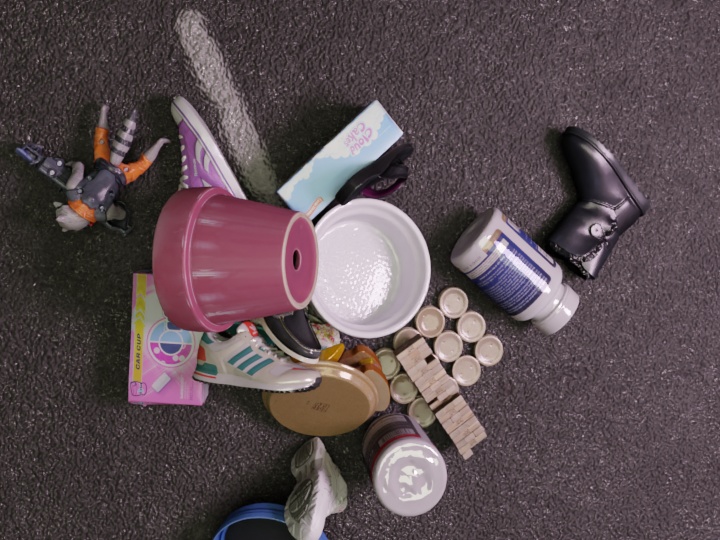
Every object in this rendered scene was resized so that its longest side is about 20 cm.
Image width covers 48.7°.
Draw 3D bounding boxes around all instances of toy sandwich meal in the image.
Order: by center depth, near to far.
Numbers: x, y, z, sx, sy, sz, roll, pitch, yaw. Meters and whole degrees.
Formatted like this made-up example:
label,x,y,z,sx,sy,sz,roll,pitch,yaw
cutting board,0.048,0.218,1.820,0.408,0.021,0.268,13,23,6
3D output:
label,x,y,z,sx,sy,sz,roll,pitch,yaw
toy sandwich meal,-0.055,0.180,1.232,0.199,0.071,0.208,1,136,1

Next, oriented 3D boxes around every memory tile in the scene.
label,x,y,z,sx,sy,sz,roll,pitch,yaw
memory tile,0.124,0.140,1.298,0.199,0.017,0.154,-41,98,-2

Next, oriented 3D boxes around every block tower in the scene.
label,x,y,z,sx,sy,sz,roll,pitch,yaw
block tower,0.128,0.198,1.267,0.057,0.054,0.202,-33,98,-3

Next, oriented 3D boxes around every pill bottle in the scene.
label,x,y,z,sx,sy,sz,roll,pitch,yaw
pill bottle,0.059,0.283,1.207,0.107,0.200,0.114,-1,95,-7
pill bottle,0.246,0.006,1.255,0.199,0.111,0.112,41,89,-9

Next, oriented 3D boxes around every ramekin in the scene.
label,x,y,z,sx,sy,sz,roll,pitch,yaw
ramekin,0.000,0.000,1.212,0.195,0.098,0.207,1,85,-15

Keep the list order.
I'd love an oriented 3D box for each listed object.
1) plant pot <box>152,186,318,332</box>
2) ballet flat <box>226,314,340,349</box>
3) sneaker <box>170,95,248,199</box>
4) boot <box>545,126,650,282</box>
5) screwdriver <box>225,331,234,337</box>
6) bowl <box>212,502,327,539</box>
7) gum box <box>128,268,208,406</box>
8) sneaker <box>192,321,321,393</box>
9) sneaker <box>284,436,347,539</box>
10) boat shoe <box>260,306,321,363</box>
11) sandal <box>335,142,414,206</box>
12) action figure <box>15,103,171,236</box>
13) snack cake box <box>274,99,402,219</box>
label,x,y,z,sx,sy,sz,roll,pitch,yaw
plant pot,-0.159,-0.014,1.094,0.174,0.199,0.206,1,95,18
ballet flat,-0.121,0.088,1.243,0.195,0.076,0.065,20,60,-13
sneaker,-0.256,-0.150,1.196,0.112,0.073,0.204,-28,98,-1
boot,0.353,-0.104,1.276,0.200,0.076,0.169,44,84,-15
screwdriver,-0.187,0.108,1.254,0.199,0.028,0.029,41,59,-2
bowl,-0.136,0.446,1.236,0.195,0.040,0.205,4,118,7
gum box,-0.286,0.106,1.209,0.110,0.066,0.206,3,94,-2
sneaker,-0.148,0.122,1.140,0.194,0.070,0.096,4,84,18
sneaker,-0.055,0.343,1.205,0.078,0.201,0.099,-39,109,19
boat shoe,-0.108,0.055,1.171,0.071,0.201,0.068,12,121,-39
sandal,0.029,-0.131,1.171,0.048,0.200,0.075,47,129,2
action figure,-0.395,-0.151,1.157,0.197,0.104,0.197,30,74,-20
snack cake box,-0.036,-0.161,1.201,0.199,0.115,0.067,-43,98,-3
